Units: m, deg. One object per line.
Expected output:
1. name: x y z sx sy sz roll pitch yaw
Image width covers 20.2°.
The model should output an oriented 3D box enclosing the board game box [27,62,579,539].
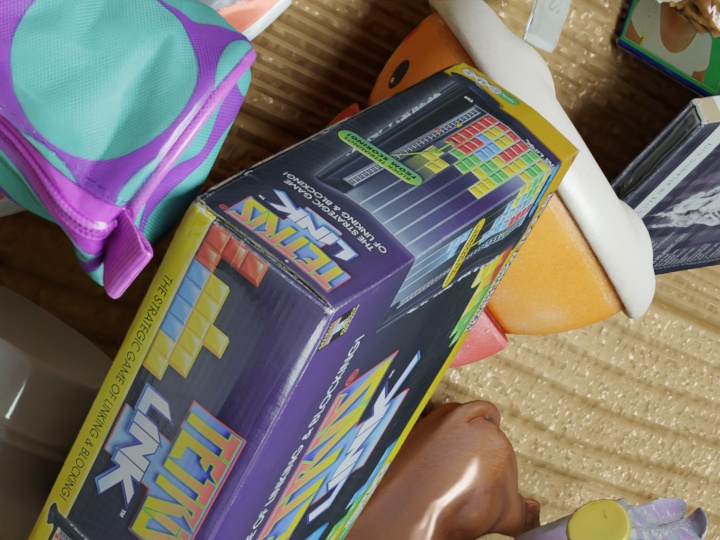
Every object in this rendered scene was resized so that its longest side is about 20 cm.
1. board game box: -0.026 0.043 0.654 0.165 0.057 0.201 -35 158 -54

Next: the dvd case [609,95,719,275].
1. dvd case: 0.186 -0.041 0.896 0.199 0.016 0.149 -9 157 -31

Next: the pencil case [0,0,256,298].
1. pencil case: -0.127 -0.080 0.563 0.085 0.199 0.093 -54 -176 37

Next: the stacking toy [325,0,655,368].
1. stacking toy: 0.000 0.000 0.776 0.199 0.146 0.146 -33 135 3

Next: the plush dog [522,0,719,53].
1. plush dog: 0.133 -0.148 0.713 0.200 0.172 0.161 -35 110 -16

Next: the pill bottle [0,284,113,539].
1. pill bottle: -0.165 0.103 0.697 0.111 0.111 0.201 27 98 -45

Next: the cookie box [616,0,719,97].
1. cookie box: 0.217 -0.173 0.861 0.170 0.075 0.201 -3 118 -39

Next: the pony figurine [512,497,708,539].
1. pony figurine: 0.071 0.164 0.818 0.192 0.167 0.200 -13 150 -4

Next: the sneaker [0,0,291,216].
1. sneaker: -0.080 -0.106 0.664 0.200 0.077 0.082 -46 129 -7

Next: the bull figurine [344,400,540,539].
1. bull figurine: -0.001 0.144 0.892 0.200 0.065 0.122 -40 139 -9
